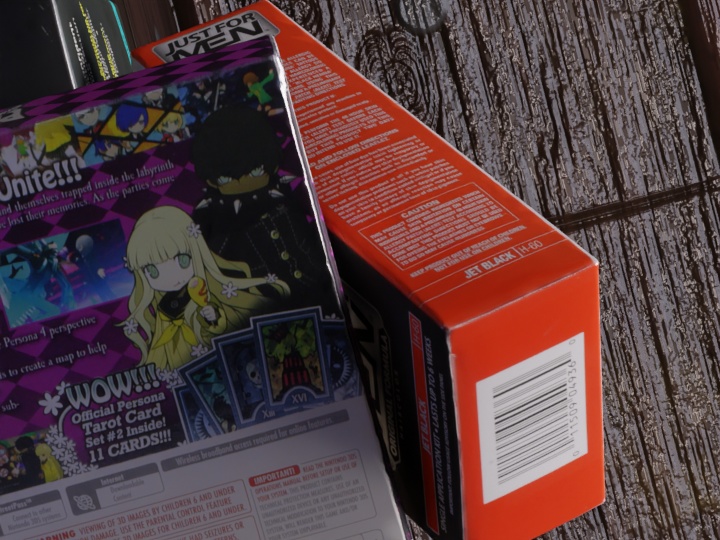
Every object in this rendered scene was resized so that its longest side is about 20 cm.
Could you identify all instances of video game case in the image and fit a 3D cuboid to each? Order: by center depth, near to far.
[{"bbox_3d":[-0.097,0.040,0.938,0.036,0.199,0.182,-104,178,-73],"label":"video game case"}]

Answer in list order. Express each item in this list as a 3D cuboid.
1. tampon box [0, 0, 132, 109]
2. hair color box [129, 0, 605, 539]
[{"bbox_3d":[-0.142,-0.020,1.120,0.200,0.125,0.151,-35,111,-87],"label":"tampon box"},{"bbox_3d":[0.000,0.000,1.008,0.200,0.061,0.102,41,-34,46],"label":"hair color box"}]
